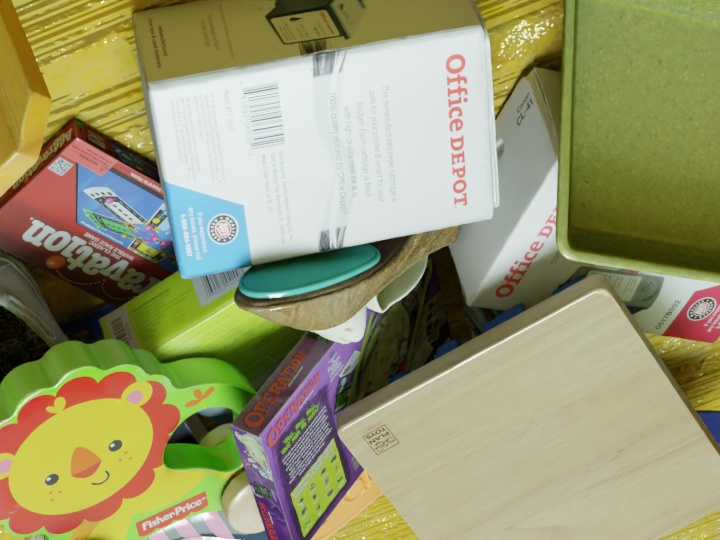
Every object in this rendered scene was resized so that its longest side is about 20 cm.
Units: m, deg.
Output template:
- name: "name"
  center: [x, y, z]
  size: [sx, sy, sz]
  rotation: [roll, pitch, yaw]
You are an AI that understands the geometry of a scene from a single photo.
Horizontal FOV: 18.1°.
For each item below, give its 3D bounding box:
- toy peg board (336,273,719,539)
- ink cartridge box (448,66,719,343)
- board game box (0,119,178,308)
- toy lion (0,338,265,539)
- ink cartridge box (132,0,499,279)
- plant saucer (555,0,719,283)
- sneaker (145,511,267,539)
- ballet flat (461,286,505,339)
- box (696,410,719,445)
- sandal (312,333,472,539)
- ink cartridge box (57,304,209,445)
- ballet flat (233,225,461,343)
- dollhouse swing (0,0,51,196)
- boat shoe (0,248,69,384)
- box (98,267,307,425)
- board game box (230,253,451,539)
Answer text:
- name: "toy peg board"
  center: [0.115, 0.098, 1.498]
  size: [0.199, 0.098, 0.200]
  rotation: [-29, 120, 14]
- name: "ink cartridge box"
  center: [0.174, -0.039, 1.481]
  size: [0.198, 0.086, 0.148]
  rotation: [7, 134, -26]
- name: "board game box"
  center: [-0.141, -0.019, 1.456]
  size: [0.103, 0.020, 0.199]
  rotation: [-38, 134, 25]
- name: "toy lion"
  center: [-0.152, 0.114, 1.436]
  size: [0.199, 0.069, 0.193]
  rotation: [-23, 135, -15]
- name: "ink cartridge box"
  center: [-0.025, -0.091, 1.351]
  size: [0.198, 0.086, 0.147]
  rotation: [-12, 131, -7]
- name: "plant saucer"
  center: [0.197, -0.089, 1.385]
  size: [0.198, 0.202, 0.048]
  rotation: [8, 167, -25]
- name: "sneaker"
  center: [-0.127, 0.151, 1.564]
  size: [0.198, 0.070, 0.083]
  rotation: [0, 125, -25]
- name: "ballet flat"
  center: [0.118, 0.049, 1.578]
  size: [0.074, 0.075, 0.200]
  rotation: [-37, 131, 23]
- name: "box"
  center: [0.165, 0.127, 1.658]
  size: [0.198, 0.033, 0.121]
  rotation: [0, 166, -21]
- name: "sandal"
  center: [0.038, 0.133, 1.588]
  size: [0.207, 0.059, 0.079]
  rotation: [-43, 145, -16]
- name: "ink cartridge box"
  center: [-0.170, 0.107, 1.571]
  size: [0.099, 0.039, 0.201]
  rotation: [-21, 138, 7]
- name: "ballet flat"
  center: [0.000, 0.000, 1.419]
  size: [0.200, 0.067, 0.073]
  rotation: [-38, 134, -41]
- name: "dollhouse swing"
  center: [-0.285, -0.116, 1.187]
  size: [0.200, 0.177, 0.181]
  rotation: [-39, 134, 26]
- name: "boat shoe"
  center: [-0.207, 0.078, 1.466]
  size: [0.070, 0.072, 0.202]
  rotation: [-24, 121, 8]
- name: "box"
  center: [-0.069, 0.050, 1.504]
  size: [0.121, 0.048, 0.200]
  rotation: [-31, 151, 14]
- name: "board game box"
  center: [-0.008, 0.076, 1.485]
  size: [0.032, 0.200, 0.121]
  rotation: [21, 143, 27]
